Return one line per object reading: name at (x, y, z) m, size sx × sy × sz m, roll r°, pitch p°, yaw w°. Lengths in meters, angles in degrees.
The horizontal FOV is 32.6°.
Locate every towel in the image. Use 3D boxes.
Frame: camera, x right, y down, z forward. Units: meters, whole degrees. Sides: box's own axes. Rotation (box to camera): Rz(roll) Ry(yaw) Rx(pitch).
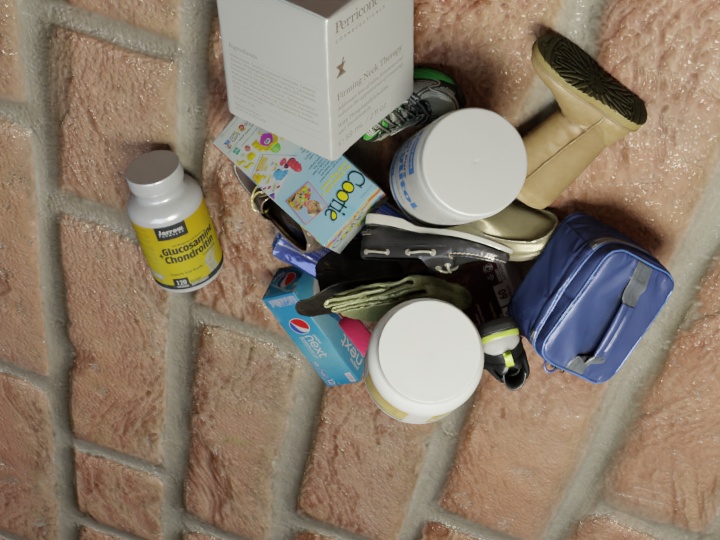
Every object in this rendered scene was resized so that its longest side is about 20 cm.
towel at (-0.030, -0.047, 1.734) m, size 0.145 × 0.024 × 0.200 m, roll 31°, pitch 137°, yaw -8°
towel at (0.055, 0.037, 1.611) m, size 0.148 × 0.037 × 0.200 m, roll -11°, pitch 168°, yaw 24°

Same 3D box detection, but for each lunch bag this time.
lunch bag at (0.291, 0.045, 1.571) m, size 0.136 × 0.132 × 0.200 m, roll 23°, pitch 105°, yaw -27°

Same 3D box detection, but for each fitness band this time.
fitness band at (0.042, 0.143, 1.814) m, size 0.037 × 0.144 × 0.200 m, roll -41°, pitch 87°, yaw 3°

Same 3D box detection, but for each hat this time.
hat at (0.000, 0.000, 1.691) m, size 0.200 × 0.081 × 0.201 m, roll -13°, pitch 167°, yaw -3°

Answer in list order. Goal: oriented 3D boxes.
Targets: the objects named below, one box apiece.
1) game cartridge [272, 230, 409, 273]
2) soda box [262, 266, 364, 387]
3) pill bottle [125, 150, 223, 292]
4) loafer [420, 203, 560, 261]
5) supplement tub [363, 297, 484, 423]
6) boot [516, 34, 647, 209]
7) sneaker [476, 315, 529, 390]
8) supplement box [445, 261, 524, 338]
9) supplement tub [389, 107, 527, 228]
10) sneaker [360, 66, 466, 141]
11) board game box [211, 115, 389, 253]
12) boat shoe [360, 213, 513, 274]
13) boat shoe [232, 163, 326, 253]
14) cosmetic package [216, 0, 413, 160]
game cartridge at (-0.021, -0.049, 1.767) m, size 0.200 × 0.038 × 0.130 m, roll 23°, pitch 134°, yaw 2°
soda box at (-0.065, 0.086, 1.897) m, size 0.064 × 0.068 × 0.200 m, roll -12°, pitch 126°, yaw 33°
pill bottle at (-0.276, -0.073, 1.802) m, size 0.112 × 0.112 × 0.200 m, roll 5°, pitch 135°, yaw 20°
loafer at (0.171, -0.066, 1.629) m, size 0.199 × 0.076 × 0.068 m, roll 8°, pitch 141°, yaw 19°
supplement tub at (0.078, 0.114, 1.543) m, size 0.144 × 0.145 × 0.200 m, roll 23°, pitch 169°, yaw 2°
boot at (0.224, -0.174, 1.505) m, size 0.175 × 0.066 × 0.200 m, roll 37°, pitch 138°, yaw -13°
sneaker at (0.182, 0.121, 1.600) m, size 0.072 × 0.083 × 0.200 m, roll -18°, pitch 164°, yaw 4°
supplement box at (0.136, 0.070, 1.713) m, size 0.200 × 0.109 × 0.061 m, roll -27°, pitch 160°, yaw 21°
supplement tub at (0.115, -0.121, 1.498) m, size 0.132 × 0.132 × 0.200 m, roll 30°, pitch 173°, yaw -6°
sneaker at (0.041, -0.196, 1.551) m, size 0.200 × 0.085 × 0.078 m, roll -9°, pitch 128°, yaw 30°
board game box at (-0.075, -0.129, 1.586) m, size 0.200 × 0.105 × 0.103 m, roll 43°, pitch -177°, yaw 11°
boat shoe at (0.092, -0.025, 1.536) m, size 0.199 × 0.061 × 0.074 m, roll 12°, pitch 176°, yaw 20°
boat shoe at (-0.113, -0.096, 1.687) m, size 0.200 × 0.059 × 0.072 m, roll 43°, pitch 134°, yaw 23°
cosmetic package at (-0.050, -0.272, 1.427) m, size 0.166 × 0.167 × 0.200 m, roll 28°, pitch 143°, yaw 26°
